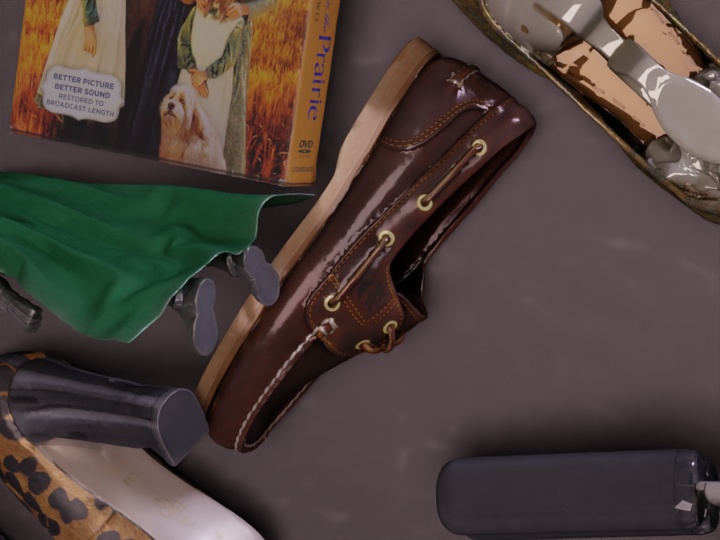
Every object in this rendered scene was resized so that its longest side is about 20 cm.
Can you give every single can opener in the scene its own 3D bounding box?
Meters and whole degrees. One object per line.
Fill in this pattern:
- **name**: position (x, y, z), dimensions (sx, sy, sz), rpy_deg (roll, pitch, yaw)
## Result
- **can opener**: position (0.130, 0.104, 0.888), dimensions (0.199, 0.053, 0.067), rpy_deg (1, 76, 22)

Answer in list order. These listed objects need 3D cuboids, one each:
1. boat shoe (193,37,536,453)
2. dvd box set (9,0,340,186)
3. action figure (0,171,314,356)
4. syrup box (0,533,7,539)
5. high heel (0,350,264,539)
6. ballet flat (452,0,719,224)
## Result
- **boat shoe**: position (0.000, 0.000, 0.916), dimensions (0.070, 0.070, 0.200), rpy_deg (34, 99, 7)
- **dvd box set**: position (-0.073, -0.146, 0.912), dimensions (0.146, 0.029, 0.201), rpy_deg (13, 98, 24)
- **action figure**: position (-0.129, -0.010, 0.912), dimensions (0.199, 0.118, 0.055), rpy_deg (13, 124, 37)
- **syrup box**: position (-0.150, 0.202, 0.954), dimensions (0.200, 0.081, 0.079), rpy_deg (44, 102, 1)
- **high heel**: position (-0.113, 0.129, 0.968), dimensions (0.142, 0.071, 0.201), rpy_deg (7, 120, 38)
- **ballet flat**: position (0.107, -0.094, 0.894), dimensions (0.200, 0.071, 0.071), rpy_deg (44, 100, 2)
